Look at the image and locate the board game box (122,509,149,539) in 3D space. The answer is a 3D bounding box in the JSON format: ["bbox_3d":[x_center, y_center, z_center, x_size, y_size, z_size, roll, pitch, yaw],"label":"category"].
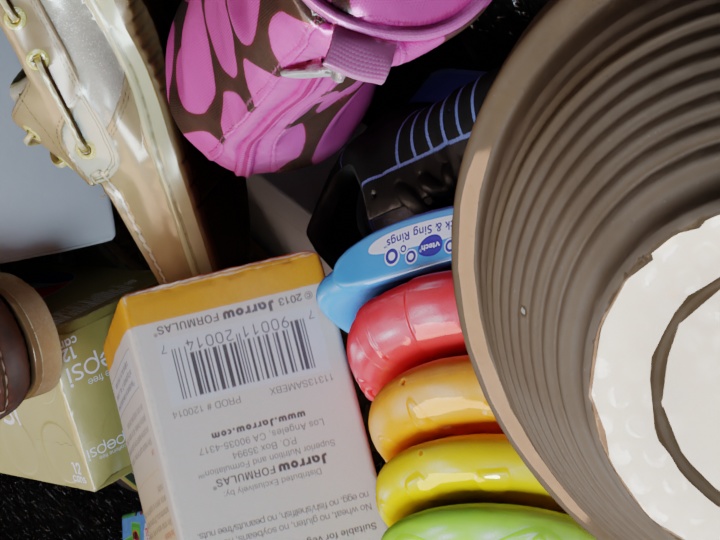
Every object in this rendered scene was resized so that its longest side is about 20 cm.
[{"bbox_3d":[-0.017,0.121,1.243,0.200,0.150,0.037,158,109,-70],"label":"board game box"}]

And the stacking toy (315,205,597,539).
[{"bbox_3d":[0.044,0.089,0.823,0.116,0.201,0.110,-14,149,37],"label":"stacking toy"}]

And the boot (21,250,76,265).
[{"bbox_3d":[-0.142,-0.036,1.207,0.200,0.069,0.175,-125,33,-69],"label":"boot"}]

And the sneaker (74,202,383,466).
[{"bbox_3d":[-0.051,0.040,1.089,0.200,0.067,0.090,51,159,5],"label":"sneaker"}]

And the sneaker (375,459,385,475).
[{"bbox_3d":[0.062,0.090,0.983,0.089,0.200,0.079,16,-140,-32],"label":"sneaker"}]

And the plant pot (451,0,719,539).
[{"bbox_3d":[0.113,0.012,0.642,0.200,0.093,0.202,6,115,14],"label":"plant pot"}]

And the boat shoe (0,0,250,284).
[{"bbox_3d":[-0.097,-0.075,0.962,0.066,0.074,0.201,-14,111,17],"label":"boat shoe"}]

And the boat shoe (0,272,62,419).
[{"bbox_3d":[-0.190,0.041,1.024,0.200,0.070,0.071,-20,95,57],"label":"boat shoe"}]

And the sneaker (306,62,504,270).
[{"bbox_3d":[0.047,-0.031,0.876,0.070,0.078,0.200,48,161,-11],"label":"sneaker"}]

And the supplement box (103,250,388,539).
[{"bbox_3d":[-0.030,0.105,0.920,0.126,0.073,0.201,135,121,-78],"label":"supplement box"}]

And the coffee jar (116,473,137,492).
[{"bbox_3d":[-0.091,0.062,1.343,0.104,0.085,0.200,49,161,-10],"label":"coffee jar"}]

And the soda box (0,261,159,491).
[{"bbox_3d":[-0.144,0.039,1.078,0.200,0.064,0.068,4,115,53],"label":"soda box"}]

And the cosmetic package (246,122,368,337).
[{"bbox_3d":[0.000,0.000,1.083,0.200,0.052,0.151,36,157,24],"label":"cosmetic package"}]

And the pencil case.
[{"bbox_3d":[-0.014,-0.085,0.854,0.090,0.094,0.200,6,169,-10],"label":"pencil case"}]

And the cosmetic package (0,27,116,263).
[{"bbox_3d":[-0.201,-0.098,1.058,0.200,0.122,0.201,2,102,65],"label":"cosmetic package"}]
